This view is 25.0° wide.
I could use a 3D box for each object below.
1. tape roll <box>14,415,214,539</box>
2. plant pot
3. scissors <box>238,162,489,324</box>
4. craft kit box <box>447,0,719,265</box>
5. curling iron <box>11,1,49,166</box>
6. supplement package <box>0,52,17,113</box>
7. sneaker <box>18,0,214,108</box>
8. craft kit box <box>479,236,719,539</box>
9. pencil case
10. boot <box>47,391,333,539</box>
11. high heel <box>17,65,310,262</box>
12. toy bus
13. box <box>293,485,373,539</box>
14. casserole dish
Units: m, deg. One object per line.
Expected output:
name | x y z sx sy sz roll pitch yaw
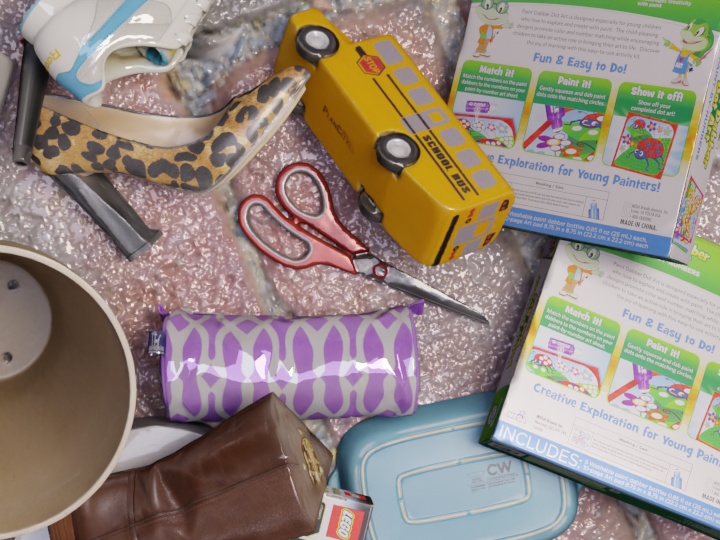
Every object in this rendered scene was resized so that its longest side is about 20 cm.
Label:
tape roll | -0.147 0.208 1.171 0.199 0.066 0.202 0 91 -4
plant pot | -0.251 0.056 1.085 0.186 0.200 0.189 -3 102 -12
scissors | 0.000 0.000 1.202 0.200 0.014 0.073 40 86 -5
craft kit box | 0.155 -0.119 1.137 0.199 0.048 0.199 14 92 33
curling iron | -0.234 -0.171 1.148 0.049 0.025 0.202 14 73 -46
supplement package | -0.336 -0.102 1.082 0.150 0.200 0.153 19 90 -4
sneaker | -0.137 -0.189 1.140 0.199 0.077 0.081 -35 85 -18
craft kit box | 0.210 0.068 1.174 0.199 0.049 0.199 23 78 -5
pencil case | -0.052 0.065 1.169 0.198 0.084 0.086 1 59 -5
boot | -0.098 0.197 1.074 0.199 0.064 0.188 -23 80 13
high heel | -0.143 -0.115 1.142 0.200 0.071 0.143 -39 99 18
toy bus | 0.018 -0.099 1.140 0.078 0.065 0.200 -20 61 -29
box | -0.067 0.244 1.126 0.109 0.035 0.202 14 90 -4
casserole dish | 0.074 0.157 1.197 0.198 0.039 0.122 -11 93 -4
